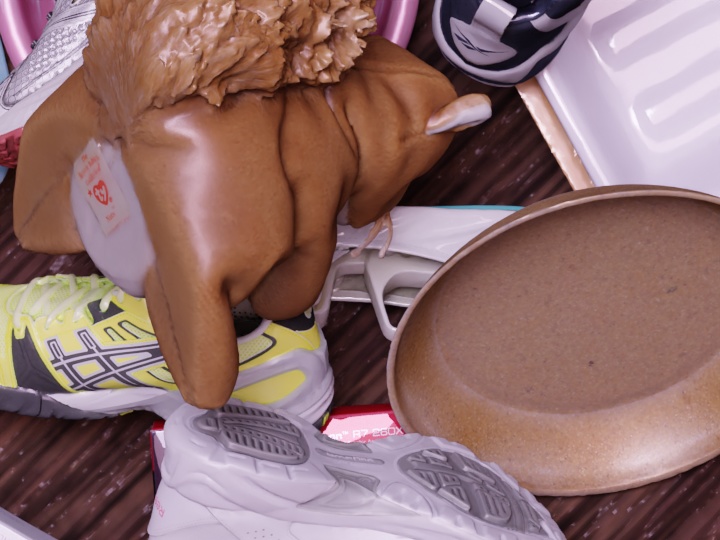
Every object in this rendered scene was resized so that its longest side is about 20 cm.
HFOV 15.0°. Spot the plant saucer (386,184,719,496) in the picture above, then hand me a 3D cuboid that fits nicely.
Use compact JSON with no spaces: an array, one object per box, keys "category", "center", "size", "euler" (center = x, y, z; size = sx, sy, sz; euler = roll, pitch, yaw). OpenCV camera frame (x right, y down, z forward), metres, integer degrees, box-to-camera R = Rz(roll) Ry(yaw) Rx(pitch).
[{"category":"plant saucer","center":[0.108,0.025,1.236],"size":[0.200,0.200,0.035],"euler":[-10,46,0]}]

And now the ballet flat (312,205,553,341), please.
[{"category":"ballet flat","center":[0.000,0.000,1.268],"size":[0.200,0.069,0.070],"euler":[4,87,-2]}]

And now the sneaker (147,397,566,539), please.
[{"category":"sneaker","center":[-0.004,0.124,1.224],"size":[0.200,0.078,0.099],"euler":[17,115,-11]}]

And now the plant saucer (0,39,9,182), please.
[{"category":"plant saucer","center":[-0.216,-0.122,1.219],"size":[0.027,0.200,0.200],"euler":[-22,87,15]}]

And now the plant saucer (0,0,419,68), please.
[{"category":"plant saucer","center":[-0.071,-0.140,1.288],"size":[0.200,0.051,0.201],"euler":[0,87,-1]}]

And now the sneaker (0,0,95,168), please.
[{"category":"sneaker","center":[-0.106,-0.126,1.232],"size":[0.082,0.078,0.200],"euler":[42,82,11]}]

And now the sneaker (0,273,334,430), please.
[{"category":"sneaker","center":[-0.109,0.024,1.251],"size":[0.200,0.075,0.076],"euler":[6,127,6]}]

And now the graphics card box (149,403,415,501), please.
[{"category":"graphics card box","center":[-0.029,0.165,1.274],"size":[0.125,0.051,0.200],"euler":[-4,88,-1]}]

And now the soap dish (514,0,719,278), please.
[{"category":"soap dish","center":[0.141,-0.119,1.270],"size":[0.157,0.081,0.200],"euler":[-29,87,-1]}]

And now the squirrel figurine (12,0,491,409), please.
[{"category":"squirrel figurine","center":[-0.032,-0.073,1.156],"size":[0.187,0.141,0.200],"euler":[-21,130,-35]}]

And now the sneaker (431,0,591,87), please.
[{"category":"sneaker","center":[0.095,-0.176,1.168],"size":[0.079,0.130,0.199],"euler":[35,88,1]}]

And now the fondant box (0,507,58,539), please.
[{"category":"fondant box","center":[-0.237,0.186,1.270],"size":[0.144,0.058,0.200],"euler":[30,89,1]}]
